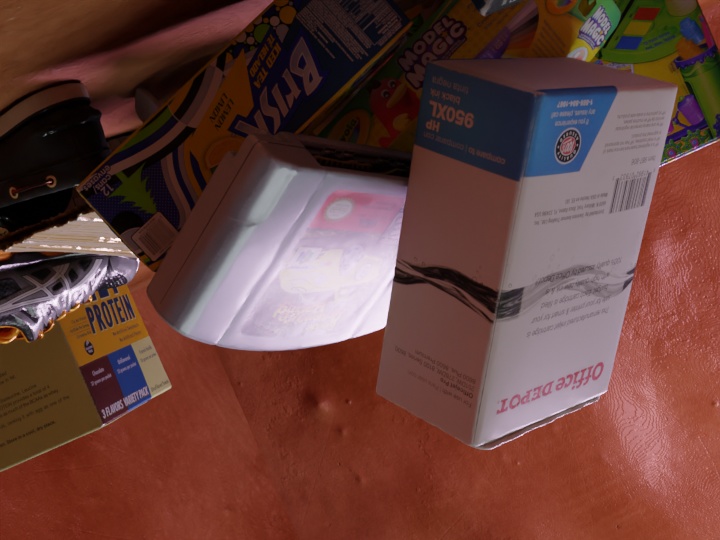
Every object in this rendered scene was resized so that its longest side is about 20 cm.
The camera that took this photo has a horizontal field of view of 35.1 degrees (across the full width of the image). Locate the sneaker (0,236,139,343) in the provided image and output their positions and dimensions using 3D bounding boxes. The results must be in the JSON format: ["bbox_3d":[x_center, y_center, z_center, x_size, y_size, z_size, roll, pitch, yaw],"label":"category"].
[{"bbox_3d":[-0.237,0.013,0.811,0.078,0.078,0.199,-4,-178,35],"label":"sneaker"}]

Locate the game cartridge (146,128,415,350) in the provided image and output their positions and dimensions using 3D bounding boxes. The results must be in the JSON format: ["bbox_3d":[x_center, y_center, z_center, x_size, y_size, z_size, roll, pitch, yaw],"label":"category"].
[{"bbox_3d":[-0.023,-0.012,0.661,0.199,0.041,0.133,1,134,-51],"label":"game cartridge"}]

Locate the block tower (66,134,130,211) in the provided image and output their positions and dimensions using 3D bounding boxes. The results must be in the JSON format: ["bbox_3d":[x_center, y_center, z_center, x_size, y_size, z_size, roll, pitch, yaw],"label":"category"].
[{"bbox_3d":[-0.175,-0.082,0.928,0.199,0.055,0.058,-25,-179,-44],"label":"block tower"}]

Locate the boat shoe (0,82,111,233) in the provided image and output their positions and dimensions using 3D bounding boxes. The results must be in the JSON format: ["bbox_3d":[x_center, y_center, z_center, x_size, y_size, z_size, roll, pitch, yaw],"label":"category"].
[{"bbox_3d":[-0.225,-0.052,0.726,0.200,0.064,0.073,-21,-176,45],"label":"boat shoe"}]

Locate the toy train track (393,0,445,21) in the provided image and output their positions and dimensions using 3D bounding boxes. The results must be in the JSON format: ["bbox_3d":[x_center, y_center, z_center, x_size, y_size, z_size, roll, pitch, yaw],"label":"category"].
[{"bbox_3d":[0.064,-0.199,0.646,0.114,0.033,0.200,-28,174,-16],"label":"toy train track"}]

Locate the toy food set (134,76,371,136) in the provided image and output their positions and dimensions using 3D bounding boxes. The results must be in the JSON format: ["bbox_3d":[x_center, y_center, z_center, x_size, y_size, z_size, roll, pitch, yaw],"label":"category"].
[{"bbox_3d":[-0.043,-0.098,0.805,0.199,0.143,0.061,-26,154,-44],"label":"toy food set"}]

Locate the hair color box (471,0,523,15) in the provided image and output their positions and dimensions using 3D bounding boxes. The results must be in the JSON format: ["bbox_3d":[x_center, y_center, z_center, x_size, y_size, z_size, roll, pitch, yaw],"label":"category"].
[{"bbox_3d":[0.137,-0.201,0.536,0.198,0.061,0.100,-25,166,-17],"label":"hair color box"}]

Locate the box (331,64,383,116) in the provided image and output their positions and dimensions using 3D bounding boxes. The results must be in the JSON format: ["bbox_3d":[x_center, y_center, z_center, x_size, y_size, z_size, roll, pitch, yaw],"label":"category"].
[{"bbox_3d":[-0.024,-0.098,0.929,0.199,0.100,0.096,-33,155,-20],"label":"box"}]

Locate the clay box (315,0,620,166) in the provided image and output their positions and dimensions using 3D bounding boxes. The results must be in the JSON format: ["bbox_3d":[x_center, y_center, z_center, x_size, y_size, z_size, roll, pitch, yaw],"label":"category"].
[{"bbox_3d":[0.066,-0.114,0.708,0.200,0.048,0.115,-46,154,12],"label":"clay box"}]

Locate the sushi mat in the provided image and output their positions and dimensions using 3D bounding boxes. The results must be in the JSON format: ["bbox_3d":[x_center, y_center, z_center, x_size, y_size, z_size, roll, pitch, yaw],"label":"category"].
[{"bbox_3d":[-0.142,-0.024,0.779,0.095,0.012,0.199,-19,168,28],"label":"sushi mat"}]

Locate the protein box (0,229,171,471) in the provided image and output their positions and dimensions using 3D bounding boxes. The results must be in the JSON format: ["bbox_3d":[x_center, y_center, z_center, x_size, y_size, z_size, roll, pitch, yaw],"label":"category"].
[{"bbox_3d":[-0.308,0.059,0.982,0.197,0.202,0.135,-24,-179,17],"label":"protein box"}]

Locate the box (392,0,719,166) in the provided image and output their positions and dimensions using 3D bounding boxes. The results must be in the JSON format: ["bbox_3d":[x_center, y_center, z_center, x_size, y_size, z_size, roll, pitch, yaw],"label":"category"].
[{"bbox_3d":[0.141,-0.148,0.812,0.198,0.195,0.122,-23,-179,15],"label":"box"}]

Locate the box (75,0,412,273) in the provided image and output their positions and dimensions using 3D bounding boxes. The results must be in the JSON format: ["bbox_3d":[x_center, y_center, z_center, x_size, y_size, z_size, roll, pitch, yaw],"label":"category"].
[{"bbox_3d":[-0.065,-0.089,0.646,0.200,0.064,0.070,-44,-177,-6],"label":"box"}]

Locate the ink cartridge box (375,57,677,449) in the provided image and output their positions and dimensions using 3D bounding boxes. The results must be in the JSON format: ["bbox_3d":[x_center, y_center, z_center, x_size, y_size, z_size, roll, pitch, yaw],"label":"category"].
[{"bbox_3d":[0.096,-0.016,0.665,0.084,0.203,0.144,24,-156,39],"label":"ink cartridge box"}]
